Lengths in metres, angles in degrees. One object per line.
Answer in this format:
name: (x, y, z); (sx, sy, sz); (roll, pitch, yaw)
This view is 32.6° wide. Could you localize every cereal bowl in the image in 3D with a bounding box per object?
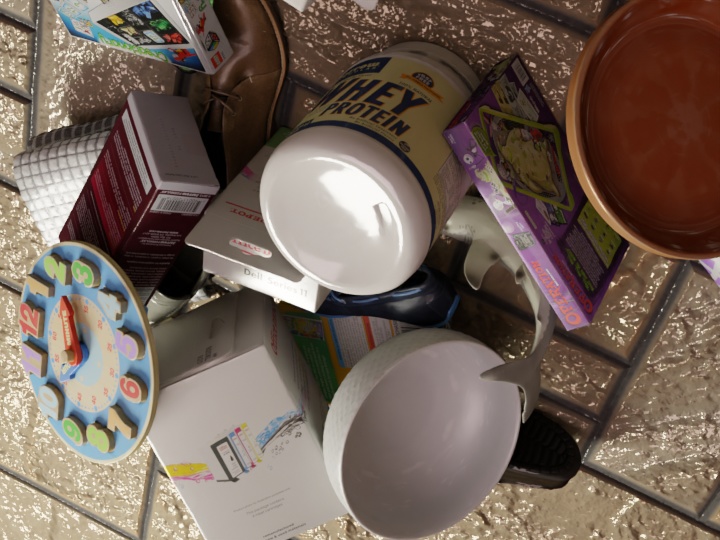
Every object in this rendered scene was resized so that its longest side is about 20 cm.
cereal bowl: (0.048, 0.143, 1.144); (0.083, 0.199, 0.202); (34, 146, 54)

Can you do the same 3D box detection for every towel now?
towel: (-0.235, -0.060, 1.248); (0.164, 0.086, 0.201); (-9, 123, 24)

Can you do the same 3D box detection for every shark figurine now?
shark figurine: (0.144, 0.012, 1.091); (0.127, 0.216, 0.090); (-26, 153, 9)

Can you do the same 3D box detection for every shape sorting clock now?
shape sorting clock: (-0.247, 0.074, 1.097); (0.199, 0.039, 0.203); (12, 107, 44)

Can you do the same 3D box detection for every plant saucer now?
plant saucer: (0.242, -0.109, 0.911); (0.201, 0.200, 0.032); (48, 168, -11)

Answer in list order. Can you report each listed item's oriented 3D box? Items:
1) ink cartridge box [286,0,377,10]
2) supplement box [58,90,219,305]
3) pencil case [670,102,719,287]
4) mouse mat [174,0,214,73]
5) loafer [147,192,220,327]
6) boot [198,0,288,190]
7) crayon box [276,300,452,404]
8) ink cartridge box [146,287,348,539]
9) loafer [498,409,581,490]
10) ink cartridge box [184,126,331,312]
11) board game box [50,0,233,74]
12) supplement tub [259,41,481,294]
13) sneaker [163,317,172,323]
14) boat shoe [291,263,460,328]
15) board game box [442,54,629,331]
ink cartridge box: (-0.061, -0.294, 0.983); (0.199, 0.067, 0.118); (33, 127, 3)
supplement box: (-0.205, -0.052, 1.114); (0.200, 0.060, 0.110); (-51, 49, 38)
pencil case: (0.285, -0.058, 0.980); (0.085, 0.084, 0.200); (-41, 104, 2)
mouse mat: (-0.173, -0.288, 1.102); (0.160, 0.008, 0.200); (39, 131, -3)
loafer: (-0.185, 0.003, 1.179); (0.070, 0.070, 0.200); (34, 129, -10)
boot: (-0.113, -0.163, 1.115); (0.073, 0.076, 0.202); (17, 128, 18)
crayon box: (-0.003, 0.075, 1.244); (0.198, 0.052, 0.127); (2, 124, 26)
ink cartridge box: (-0.115, 0.143, 1.188); (0.143, 0.148, 0.202); (-23, 113, 5)
loafer: (0.130, 0.184, 1.248); (0.198, 0.073, 0.072); (10, 137, 28)
ink cartridge box: (-0.064, -0.038, 1.095); (0.116, 0.200, 0.068); (20, 130, 14)
board game box: (-0.211, -0.246, 1.075); (0.199, 0.035, 0.127); (21, 150, 35)
supplement tub: (0.019, -0.090, 1.013); (0.143, 0.200, 0.146); (14, 129, 18)
sneaker: (-0.259, 0.089, 1.290); (0.074, 0.200, 0.086); (-4, 90, 23)
boat shoe: (0.000, 0.000, 1.162); (0.198, 0.085, 0.069); (2, 149, 29)
board game box: (0.150, -0.065, 1.018); (0.032, 0.120, 0.201); (-21, 111, 36)
